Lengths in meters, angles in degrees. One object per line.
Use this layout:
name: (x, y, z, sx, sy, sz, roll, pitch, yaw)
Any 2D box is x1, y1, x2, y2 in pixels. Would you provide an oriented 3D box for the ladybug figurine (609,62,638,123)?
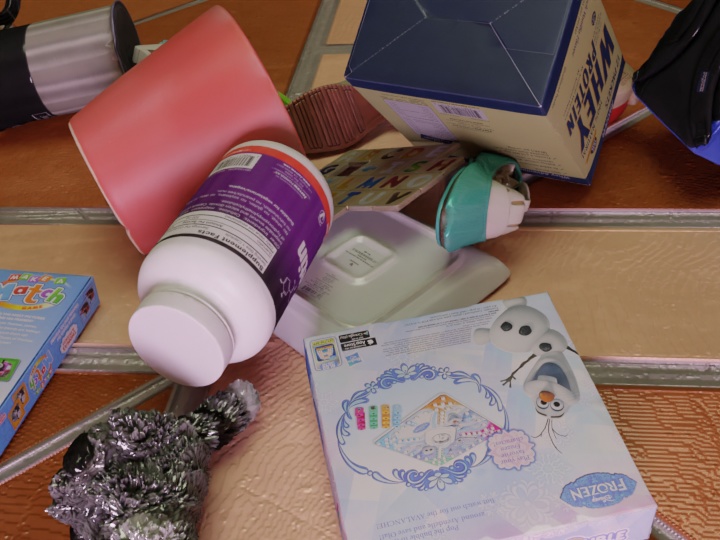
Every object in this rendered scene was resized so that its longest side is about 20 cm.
ladybug figurine: (0.213, -0.204, 1.017, 0.198, 0.073, 0.135, 23, 45, 32)

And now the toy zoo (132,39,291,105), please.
toy zoo: (-0.177, -0.225, 1.073, 0.130, 0.021, 0.200, -11, 42, -44)

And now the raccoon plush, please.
raccoon plush: (-0.105, 0.146, 0.595, 0.133, 0.098, 0.199, 32, 50, 28)

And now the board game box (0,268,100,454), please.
board game box: (-0.327, 0.072, 0.755, 0.148, 0.037, 0.201, 4, 39, 12)

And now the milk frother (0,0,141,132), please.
milk frother: (-0.369, -0.292, 1.088, 0.185, 0.203, 0.181, -12, 28, 2)

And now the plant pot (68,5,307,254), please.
plant pot: (-0.164, -0.120, 0.867, 0.176, 0.202, 0.201, -30, 41, -7)

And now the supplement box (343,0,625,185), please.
supplement box: (0.125, -0.192, 0.871, 0.197, 0.199, 0.136, 15, 83, 28)

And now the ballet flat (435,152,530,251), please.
ballet flat: (0.118, -0.066, 0.826, 0.069, 0.069, 0.200, 9, 21, 13)

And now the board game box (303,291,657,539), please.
board game box: (0.072, 0.113, 0.639, 0.196, 0.044, 0.201, -10, 42, -6)

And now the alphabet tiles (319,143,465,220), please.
alphabet tiles: (-0.001, -0.083, 0.883, 0.167, 0.008, 0.198, -37, 26, -34)

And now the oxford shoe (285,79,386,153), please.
oxford shoe: (-0.018, -0.182, 1.038, 0.197, 0.072, 0.074, -21, 15, -19)

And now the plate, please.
plate: (0.000, 0.000, 0.813, 0.199, 0.033, 0.198, -34, 46, -31)

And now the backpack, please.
backpack: (0.392, -0.214, 0.888, 0.166, 0.202, 0.163, 13, 31, -29)

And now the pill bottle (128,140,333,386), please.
pill bottle: (-0.101, -0.007, 0.720, 0.110, 0.114, 0.201, 8, 42, 17)
